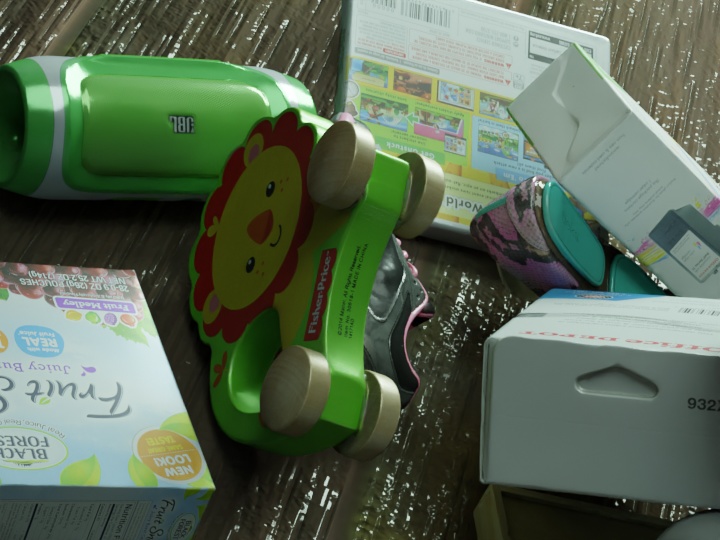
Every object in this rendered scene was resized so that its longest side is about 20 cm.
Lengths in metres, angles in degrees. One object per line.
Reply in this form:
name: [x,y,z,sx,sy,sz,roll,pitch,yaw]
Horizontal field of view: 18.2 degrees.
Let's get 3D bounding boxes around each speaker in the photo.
speaker: [-0.127,-0.086,1.378,0.199,0.089,0.089,0,42,-33]

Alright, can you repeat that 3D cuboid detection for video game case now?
video game case: [0.077,-0.100,1.520,0.198,0.023,0.184,13,62,-19]

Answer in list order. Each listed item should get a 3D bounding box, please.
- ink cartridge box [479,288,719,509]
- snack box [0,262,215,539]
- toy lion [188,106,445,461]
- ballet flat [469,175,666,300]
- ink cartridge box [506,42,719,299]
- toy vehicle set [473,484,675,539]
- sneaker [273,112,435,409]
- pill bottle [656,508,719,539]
ink cartridge box: [0.156,0.067,1.262,0.144,0.085,0.200,5,8,14]
snack box: [-0.193,0.071,1.148,0.198,0.068,0.169,4,40,-27]
toy lion: [-0.042,0.004,1.261,0.068,0.191,0.202,20,73,-31]
ballet flat: [0.135,0.011,1.416,0.200,0.071,0.070,42,45,-39]
ink cartridge box: [0.194,-0.045,1.460,0.200,0.067,0.117,41,11,-30]
toy vehicle set: [0.166,0.190,1.258,0.198,0.027,0.125,14,37,-17]
sneaker: [0.000,0.000,1.345,0.095,0.079,0.202,18,56,-25]
pill bottle: [0.219,0.175,1.193,0.199,0.109,0.109,-7,46,-38]
